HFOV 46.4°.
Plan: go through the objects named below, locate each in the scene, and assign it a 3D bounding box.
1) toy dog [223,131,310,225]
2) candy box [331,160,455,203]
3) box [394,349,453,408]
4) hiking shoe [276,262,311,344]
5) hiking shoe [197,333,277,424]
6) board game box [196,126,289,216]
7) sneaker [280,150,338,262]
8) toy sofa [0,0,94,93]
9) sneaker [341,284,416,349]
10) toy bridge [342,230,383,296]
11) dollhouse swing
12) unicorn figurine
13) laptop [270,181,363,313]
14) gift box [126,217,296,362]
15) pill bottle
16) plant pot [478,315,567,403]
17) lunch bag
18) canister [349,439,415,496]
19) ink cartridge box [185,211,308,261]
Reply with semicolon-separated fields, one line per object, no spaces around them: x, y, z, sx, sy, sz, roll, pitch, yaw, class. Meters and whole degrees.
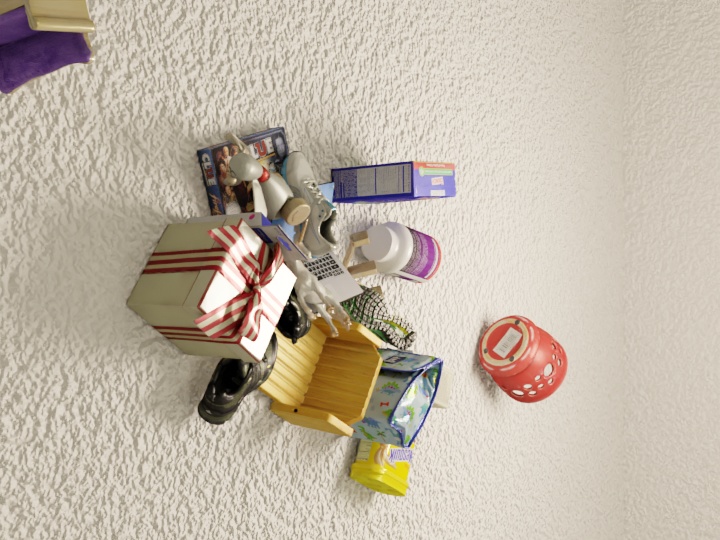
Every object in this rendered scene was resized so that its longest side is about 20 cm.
-0.174;-0.126;1.393;0.096;0.132;0.200;-46;133;5;toy dog
0.068;-0.177;1.708;0.169;0.200;0.077;-6;95;-56;candy box
0.127;0.246;1.900;0.200;0.078;0.095;33;63;-50;box
-0.146;0.031;1.447;0.200;0.076;0.101;59;3;-4;hiking shoe
-0.191;0.162;1.394;0.200;0.076;0.101;-58;177;-37;hiking shoe
-0.193;-0.167;1.474;0.200;0.035;0.136;-32;115;-51;board game box
-0.081;-0.120;1.502;0.075;0.087;0.200;-15;92;-52;sneaker
-0.415;-0.278;1.007;0.083;0.200;0.098;-16;98;-55;toy sofa
0.023;0.100;1.761;0.200;0.085;0.078;44;68;-29;sneaker
0.000;0.000;1.723;0.200;0.067;0.027;75;0;-49;toy bridge
-0.083;0.164;1.532;0.176;0.182;0.200;61;43;-52;dollhouse swing
-0.080;0.032;1.455;0.074;0.137;0.200;-25;147;-8;unicorn figurine
-0.075;-0.043;1.568;0.200;0.116;0.187;52;35;12;laptop
-0.228;0.030;1.290;0.200;0.187;0.185;46;53;-46;gift box
0.089;-0.041;1.815;0.200;0.112;0.113;18;75;-54;pill bottle
0.424;0.227;2.237;0.182;0.200;0.201;41;57;-38;plant pot
0.057;0.242;1.708;0.200;0.170;0.127;-53;132;-33;lunch bag
0.060;0.364;1.797;0.149;0.087;0.200;42;55;-47;canister
-0.182;-0.051;1.345;0.095;0.200;0.037;51;50;-44;ink cartridge box
